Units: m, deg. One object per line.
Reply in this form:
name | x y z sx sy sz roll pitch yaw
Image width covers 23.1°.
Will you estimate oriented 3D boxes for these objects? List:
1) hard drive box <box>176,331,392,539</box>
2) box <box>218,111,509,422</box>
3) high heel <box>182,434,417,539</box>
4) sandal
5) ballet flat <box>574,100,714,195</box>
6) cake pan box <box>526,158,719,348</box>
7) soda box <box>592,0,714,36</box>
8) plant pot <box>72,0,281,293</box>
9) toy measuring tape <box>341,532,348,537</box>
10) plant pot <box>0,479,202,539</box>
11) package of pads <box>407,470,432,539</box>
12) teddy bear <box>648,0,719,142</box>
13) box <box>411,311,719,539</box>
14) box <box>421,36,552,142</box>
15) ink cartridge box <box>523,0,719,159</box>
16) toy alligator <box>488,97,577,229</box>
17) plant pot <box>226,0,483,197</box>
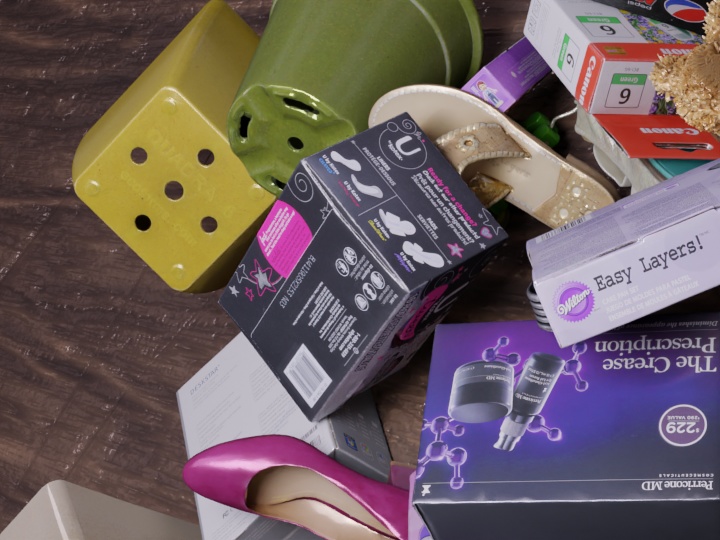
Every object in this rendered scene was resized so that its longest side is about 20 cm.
hard drive box | -0.066 0.137 1.467 0.156 0.077 0.200 -42 38 21
box | 0.000 0.000 1.336 0.132 0.115 0.200 51 143 13
high heel | -0.037 0.176 1.311 0.096 0.199 0.068 -86 -3 -57
sandal | 0.094 -0.077 1.330 0.070 0.211 0.078 -45 -22 -62
ballet flat | 0.217 -0.080 1.314 0.200 0.067 0.063 -118 33 -52
cake pan box | 0.199 -0.021 1.135 0.199 0.053 0.184 -23 5 6
soda box | 0.217 -0.231 1.313 0.199 0.071 0.064 20 75 11
plant pot | -0.145 -0.093 1.582 0.200 0.200 0.176 -43 5 20
toy measuring tape | -0.008 0.274 1.295 0.073 0.073 0.201 -34 41 30
plant pot | -0.210 0.320 1.416 0.200 0.199 0.177 -46 47 16
package of pads | 0.090 0.216 1.213 0.120 0.076 0.201 -28 44 38
teddy bear | 0.289 -0.146 1.199 0.145 0.067 0.200 28 55 16
box | 0.145 0.107 1.156 0.199 0.079 0.142 -4 56 18
box | 0.067 -0.104 1.448 0.200 0.039 0.137 -43 -1 29
ink cartridge box | 0.210 -0.152 1.317 0.200 0.108 0.051 -118 34 -52
toy alligator | 0.121 -0.094 1.431 0.200 0.059 0.054 -48 36 14
plant pot | -0.020 -0.156 1.485 0.200 0.200 0.190 -21 28 41
